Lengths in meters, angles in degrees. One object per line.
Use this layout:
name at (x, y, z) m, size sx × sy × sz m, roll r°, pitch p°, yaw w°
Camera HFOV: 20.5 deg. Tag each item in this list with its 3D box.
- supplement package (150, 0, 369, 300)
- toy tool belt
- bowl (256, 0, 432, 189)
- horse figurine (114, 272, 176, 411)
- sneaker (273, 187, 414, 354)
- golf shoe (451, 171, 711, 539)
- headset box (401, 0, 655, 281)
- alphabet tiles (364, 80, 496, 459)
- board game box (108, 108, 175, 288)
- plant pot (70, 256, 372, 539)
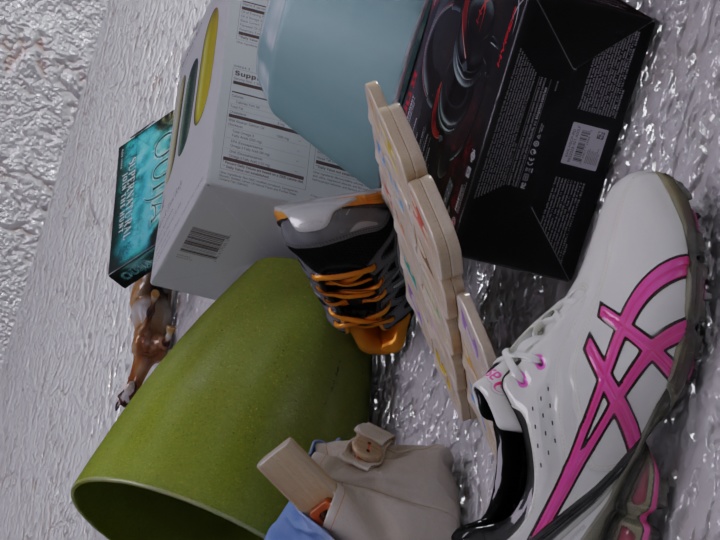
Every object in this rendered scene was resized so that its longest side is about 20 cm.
supplement package at (-0.053, -0.092, 1.447) m, size 0.152 × 0.150 × 0.201 m, roll 127°, pitch 153°, yaw -55°
toy tool belt at (-0.028, 0.177, 1.176) m, size 0.125 × 0.122 × 0.201 m, roll -94°, pitch 23°, yaw -48°
bowl at (0.000, -0.157, 1.279) m, size 0.201 × 0.104 × 0.202 m, roll 18°, pitch -90°, yaw -82°
horse figurine at (-0.220, 0.035, 2.098) m, size 0.133 × 0.050 × 0.201 m, roll 116°, pitch 158°, yaw -50°
sneaker at (0.000, 0.000, 1.252) m, size 0.200 × 0.078 × 0.078 m, roll 38°, pitch -133°, yaw -69°
golf shoe at (0.101, 0.047, 0.902) m, size 0.073 × 0.092 × 0.201 m, roll 165°, pitch 120°, yaw -74°
headset box at (0.081, -0.099, 1.125) m, size 0.200 × 0.075 × 0.150 m, roll -120°, pitch 45°, yaw -68°
alphabet tiles at (0.038, 0.001, 1.092) m, size 0.200 × 0.015 × 0.196 m, roll 78°, pitch 172°, yaw -58°
board game box at (-0.202, -0.089, 2.081) m, size 0.135 × 0.028 × 0.201 m, roll -32°, pitch 38°, yaw 25°
plant pot at (-0.068, 0.100, 1.338) m, size 0.201 × 0.186 × 0.187 m, roll -66°, pitch 10°, yaw -25°
